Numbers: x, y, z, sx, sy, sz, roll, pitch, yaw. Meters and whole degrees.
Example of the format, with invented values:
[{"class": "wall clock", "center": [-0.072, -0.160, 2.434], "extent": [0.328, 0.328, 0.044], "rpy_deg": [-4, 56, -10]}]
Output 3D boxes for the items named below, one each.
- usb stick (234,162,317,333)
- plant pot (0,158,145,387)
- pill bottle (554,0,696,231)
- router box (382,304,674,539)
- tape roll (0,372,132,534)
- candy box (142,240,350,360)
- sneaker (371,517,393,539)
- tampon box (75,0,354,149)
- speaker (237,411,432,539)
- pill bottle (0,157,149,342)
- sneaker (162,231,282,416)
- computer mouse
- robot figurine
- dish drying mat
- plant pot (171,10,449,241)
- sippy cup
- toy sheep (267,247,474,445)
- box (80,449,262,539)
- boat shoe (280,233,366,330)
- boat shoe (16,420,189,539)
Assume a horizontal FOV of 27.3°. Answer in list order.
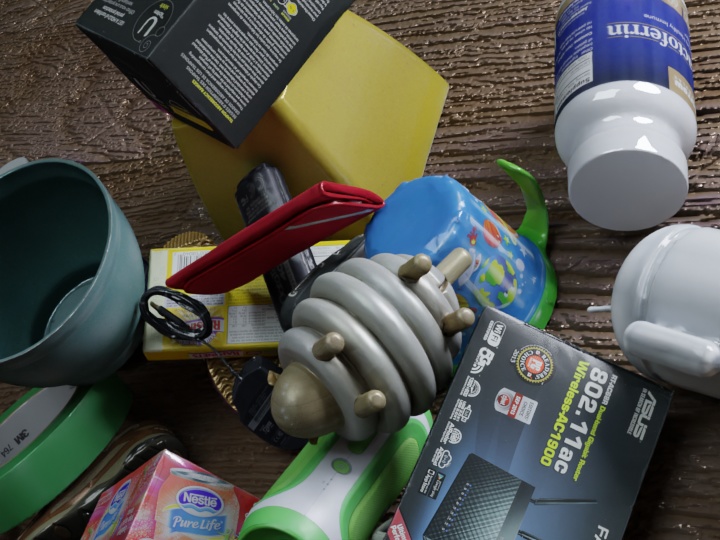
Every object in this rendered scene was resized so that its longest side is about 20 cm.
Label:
[{"class": "usb stick", "center": [-0.061, 0.000, 1.288], "extent": [0.055, 0.032, 0.202], "rpy_deg": [-38, 61, 31]}, {"class": "plant pot", "center": [-0.271, 0.022, 1.321], "extent": [0.198, 0.134, 0.203], "rpy_deg": [-13, 56, 20]}, {"class": "pill bottle", "center": [0.215, -0.139, 1.210], "extent": [0.115, 0.116, 0.202], "rpy_deg": [-18, 46, 28]}, {"class": "router box", "center": [0.113, 0.146, 1.028], "extent": [0.148, 0.062, 0.202], "rpy_deg": [24, 68, 4]}, {"class": "tape roll", "center": [-0.304, 0.164, 1.391], "extent": [0.199, 0.048, 0.201], "rpy_deg": [-35, 17, 12]}, {"class": "candy box", "center": [-0.092, 0.026, 1.319], "extent": [0.197, 0.026, 0.104], "rpy_deg": [-2, 65, 4]}, {"class": "sneaker", "center": [0.029, 0.231, 1.066], "extent": [0.073, 0.088, 0.202], "rpy_deg": [-6, 52, 44]}, {"class": "tampon box", "center": [-0.118, -0.235, 1.295], "extent": [0.201, 0.126, 0.149], "rpy_deg": [-51, 39, -7]}, {"class": "speaker", "center": [-0.015, 0.162, 1.111], "extent": [0.088, 0.089, 0.200], "rpy_deg": [-12, 21, 32]}, {"class": "pill bottle", "center": [-0.289, -0.012, 1.456], "extent": [0.110, 0.200, 0.112], "rpy_deg": [-30, 30, 20]}, {"class": "sneaker", "center": [-0.120, 0.061, 1.370], "extent": [0.074, 0.090, 0.202], "rpy_deg": [-24, 64, -8]}, {"class": "computer mouse", "center": [-0.109, 0.081, 1.277], "extent": [0.059, 0.200, 0.034], "rpy_deg": [-50, -6, 23]}, {"class": "robot figurine", "center": [0.256, 0.031, 1.025], "extent": [0.168, 0.115, 0.199], "rpy_deg": [-17, 22, -41]}, {"class": "dish drying mat", "center": [-0.073, -0.021, 1.221], "extent": [0.199, 0.076, 0.018], "rpy_deg": [-29, 68, 38]}, {"class": "plant pot", "center": [-0.062, -0.142, 1.404], "extent": [0.198, 0.176, 0.202], "rpy_deg": [-8, 51, 37]}, {"class": "sippy cup", "center": [0.072, -0.003, 1.203], "extent": [0.138, 0.130, 0.180], "rpy_deg": [-13, 49, 33]}, {"class": "toy sheep", "center": [0.013, 0.050, 1.080], "extent": [0.199, 0.139, 0.137], "rpy_deg": [-36, 36, -21]}, {"class": "box", "center": [-0.156, 0.222, 1.163], "extent": [0.200, 0.102, 0.096], "rpy_deg": [-39, 25, 60]}, {"class": "boat shoe", "center": [0.000, 0.000, 1.252], "extent": [0.056, 0.070, 0.200], "rpy_deg": [2, 23, 29]}, {"class": "boat shoe", "center": [-0.240, 0.213, 1.338], "extent": [0.199, 0.076, 0.074], "rpy_deg": [-39, 32, -3]}]
